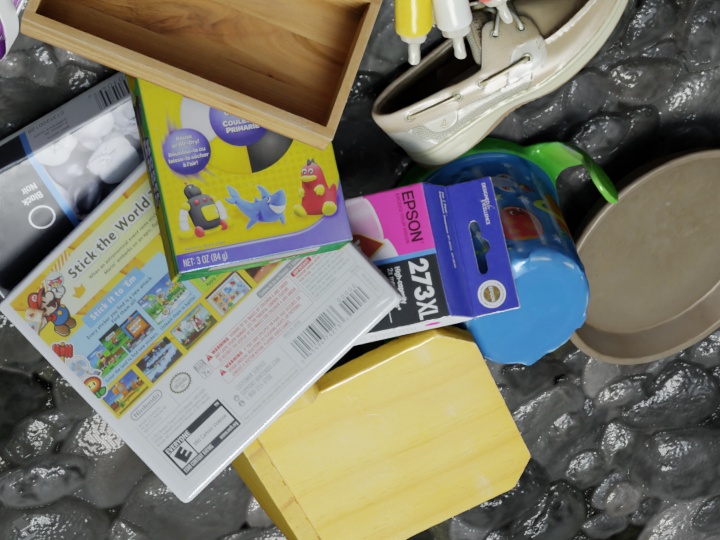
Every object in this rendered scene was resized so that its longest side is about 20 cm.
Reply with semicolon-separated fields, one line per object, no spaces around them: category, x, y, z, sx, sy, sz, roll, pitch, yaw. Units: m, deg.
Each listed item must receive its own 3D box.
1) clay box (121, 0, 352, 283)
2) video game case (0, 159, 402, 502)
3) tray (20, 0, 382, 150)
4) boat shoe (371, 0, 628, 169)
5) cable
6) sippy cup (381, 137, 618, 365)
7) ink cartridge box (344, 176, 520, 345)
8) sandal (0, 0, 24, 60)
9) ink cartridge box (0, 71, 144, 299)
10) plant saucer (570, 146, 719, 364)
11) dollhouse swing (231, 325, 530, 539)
clay box;-0.084;-0.102;1.226;0.115;0.048;0.200;-12;85;-14
video game case;-0.105;0.020;1.270;0.200;0.023;0.182;-44;90;6
tray;-0.097;-0.157;1.189;0.200;0.037;0.099;21;77;-7
boat shoe;0.096;-0.152;1.319;0.200;0.072;0.065;-38;129;15
cable;0.044;-0.222;1.177;0.097;0.050;0.200;-25;130;-3
sippy cup;0.098;-0.005;1.383;0.139;0.130;0.178;4;122;-23
ink cartridge box;0.000;0.000;1.299;0.200;0.095;0.037;-12;170;2
sandal;-0.245;-0.158;1.197;0.082;0.050;0.203;6;121;-24
ink cartridge box;-0.159;-0.031;1.325;0.198;0.043;0.200;-31;129;0
plant saucer;0.234;-0.014;1.478;0.200;0.029;0.200;-16;133;-18
dollhouse swing;-0.009;0.099;1.405;0.176;0.182;0.200;-36;129;-9
